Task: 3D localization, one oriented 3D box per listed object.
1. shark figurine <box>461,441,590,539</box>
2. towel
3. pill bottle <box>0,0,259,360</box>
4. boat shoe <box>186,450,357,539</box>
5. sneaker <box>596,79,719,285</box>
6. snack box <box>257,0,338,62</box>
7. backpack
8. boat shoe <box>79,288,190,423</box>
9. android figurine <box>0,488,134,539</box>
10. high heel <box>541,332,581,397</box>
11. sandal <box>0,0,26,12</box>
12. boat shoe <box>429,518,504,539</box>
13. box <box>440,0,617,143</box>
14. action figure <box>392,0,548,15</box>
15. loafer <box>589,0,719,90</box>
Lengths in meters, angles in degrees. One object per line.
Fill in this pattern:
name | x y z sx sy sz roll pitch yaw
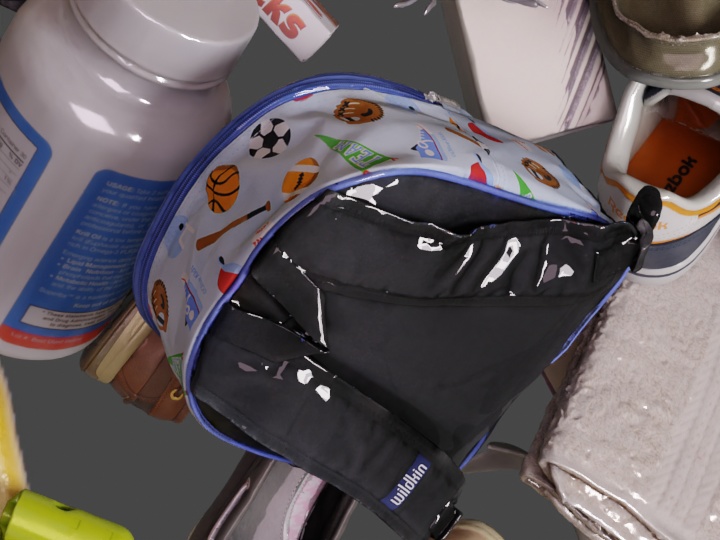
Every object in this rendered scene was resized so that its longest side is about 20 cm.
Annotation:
shark figurine | 0.120 0.185 0.917 0.127 0.090 0.217 -4 100 -2
towel | 0.162 0.059 0.864 0.132 0.034 0.201 36 55 -13
pill bottle | -0.127 -0.061 0.820 0.112 0.113 0.200 35 125 -5
boat shoe | -0.044 0.130 0.903 0.066 0.057 0.202 26 88 -14
sneaker | 0.178 -0.090 0.848 0.078 0.080 0.201 24 71 17
snack box | -0.086 -0.185 0.866 0.024 0.072 0.200 -41 97 10
backpack | 0.000 0.000 0.778 0.190 0.154 0.201 16 114 -47
boat shoe | -0.057 -0.006 0.897 0.067 0.072 0.200 40 102 -11
android figurine | -0.174 0.212 0.938 0.198 0.041 0.184 24 97 -2
high heel | 0.131 0.059 0.914 0.200 0.096 0.067 45 133 -13
sandal | -0.181 -0.162 0.832 0.199 0.048 0.076 19 113 -2
boat shoe | 0.001 0.204 0.900 0.071 0.064 0.200 48 111 6
box | 0.068 -0.165 0.869 0.068 0.082 0.202 -15 99 0
action figure | 0.082 -0.189 0.777 0.130 0.069 0.200 40 86 17
loafer | 0.145 -0.171 0.821 0.074 0.070 0.202 1 55 4
